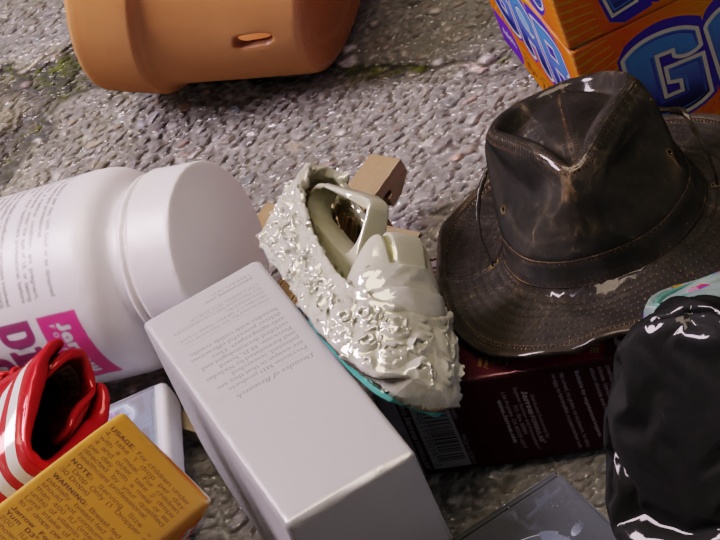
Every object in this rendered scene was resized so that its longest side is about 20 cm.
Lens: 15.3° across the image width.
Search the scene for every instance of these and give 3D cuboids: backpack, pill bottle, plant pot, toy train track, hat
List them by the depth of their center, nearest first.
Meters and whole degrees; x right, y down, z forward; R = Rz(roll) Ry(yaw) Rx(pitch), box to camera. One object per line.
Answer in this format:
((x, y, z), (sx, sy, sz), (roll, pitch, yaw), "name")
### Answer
((0.194, 0.058, 1.153), (0.126, 0.167, 0.200), (18, 26, 38), "backpack")
((0.113, -0.047, 1.312), (0.200, 0.081, 0.201), (-15, 32, 10), "hat")
((-0.157, 0.007, 1.454), (0.200, 0.113, 0.113), (-14, 35, 30), "pill bottle")
((-0.032, 0.020, 1.460), (0.115, 0.033, 0.200), (12, 56, 41), "toy train track")
((-0.080, -0.199, 1.655), (0.140, 0.200, 0.200), (11, 45, 16), "plant pot")

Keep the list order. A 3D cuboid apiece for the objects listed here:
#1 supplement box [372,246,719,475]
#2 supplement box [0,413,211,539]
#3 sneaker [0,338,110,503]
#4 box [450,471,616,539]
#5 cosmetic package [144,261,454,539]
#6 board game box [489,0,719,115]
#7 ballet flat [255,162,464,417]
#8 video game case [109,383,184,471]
((0.114, 0.033, 1.327), (0.200, 0.061, 0.109), (-10, 36, 18), "supplement box")
((-0.155, 0.147, 1.205), (0.069, 0.067, 0.200), (41, 43, 7), "supplement box")
((-0.169, 0.074, 1.338), (0.115, 0.078, 0.200), (-39, 24, 11), "sneaker")
((0.076, 0.190, 1.157), (0.160, 0.044, 0.200), (-32, 36, -11), "box")
((-0.027, 0.090, 1.301), (0.071, 0.102, 0.200), (-29, 36, -8), "cosmetic package")
((0.171, -0.206, 1.487), (0.199, 0.200, 0.200), (-26, 35, -3), "board game box")
((0.000, 0.000, 1.314), (0.072, 0.072, 0.200), (-30, 33, -8), "ballet flat")
((-0.171, 0.156, 1.353), (0.182, 0.023, 0.200), (-24, 34, 10), "video game case")
